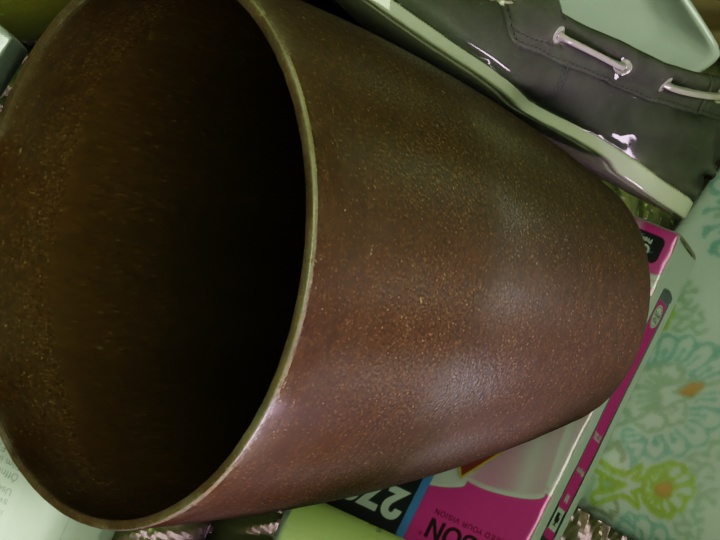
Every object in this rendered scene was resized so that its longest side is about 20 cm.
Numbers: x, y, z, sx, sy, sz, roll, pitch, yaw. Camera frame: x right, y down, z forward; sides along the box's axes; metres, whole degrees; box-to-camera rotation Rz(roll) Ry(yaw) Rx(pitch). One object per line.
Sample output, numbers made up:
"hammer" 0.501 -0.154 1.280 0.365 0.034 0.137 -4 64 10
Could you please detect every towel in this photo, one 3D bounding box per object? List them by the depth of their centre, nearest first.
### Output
"towel" 0.180 0.034 1.107 0.200 0.171 0.048 -52 139 -11

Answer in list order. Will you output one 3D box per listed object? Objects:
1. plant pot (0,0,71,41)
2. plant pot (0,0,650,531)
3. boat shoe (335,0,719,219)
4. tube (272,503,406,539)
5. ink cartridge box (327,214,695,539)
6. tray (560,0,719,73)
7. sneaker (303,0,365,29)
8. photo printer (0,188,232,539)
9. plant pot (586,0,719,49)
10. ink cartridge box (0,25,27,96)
"plant pot" -0.114 -0.195 1.031 0.200 0.142 0.201 4 80 -20
"plant pot" 0.000 0.000 1.001 0.200 0.187 0.187 7 85 -40
"boat shoe" 0.064 -0.082 1.039 0.200 0.067 0.057 29 88 -42
"tube" 0.058 0.143 1.046 0.200 0.058 0.052 24 98 3
"ink cartridge box" 0.043 0.061 1.106 0.095 0.037 0.200 23 83 24
"tray" 0.048 -0.143 1.123 0.107 0.022 0.200 -30 96 31
"sneaker" 0.021 -0.137 1.062 0.200 0.098 0.071 -36 92 19
"photo printer" -0.156 0.044 1.063 0.166 0.069 0.200 24 82 -11
"plant pot" 0.148 -0.194 1.115 0.201 0.201 0.093 57 36 -5
"ink cartridge box" -0.228 -0.091 1.002 0.200 0.050 0.109 35 88 1
